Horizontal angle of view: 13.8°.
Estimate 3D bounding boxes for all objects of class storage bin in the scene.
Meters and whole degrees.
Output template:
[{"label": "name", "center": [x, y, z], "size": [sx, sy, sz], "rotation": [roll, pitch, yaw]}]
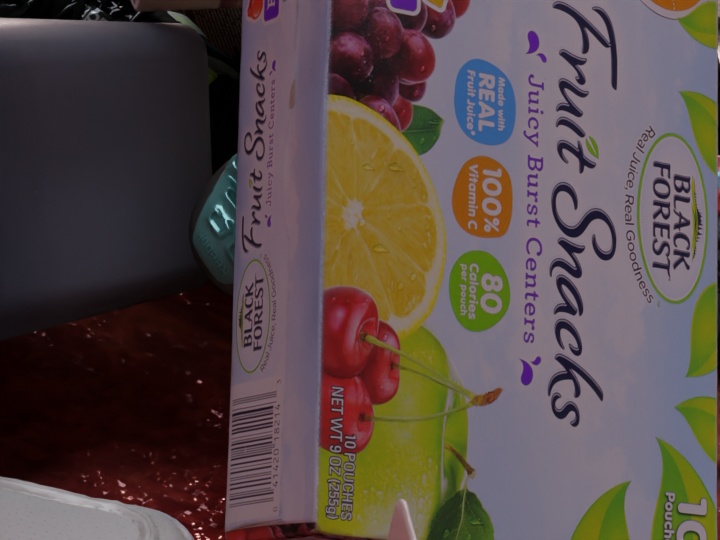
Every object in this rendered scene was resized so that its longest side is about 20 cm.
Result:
[{"label": "storage bin", "center": [-0.143, -0.022, 0.911], "size": [0.200, 0.146, 0.134], "rotation": [3, 8, 44]}]

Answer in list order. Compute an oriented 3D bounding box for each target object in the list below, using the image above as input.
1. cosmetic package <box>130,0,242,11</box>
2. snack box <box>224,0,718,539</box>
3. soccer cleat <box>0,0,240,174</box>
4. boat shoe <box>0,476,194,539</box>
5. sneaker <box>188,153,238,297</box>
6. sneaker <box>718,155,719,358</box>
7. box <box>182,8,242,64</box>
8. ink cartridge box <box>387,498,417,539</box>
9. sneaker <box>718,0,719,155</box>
[{"label": "cosmetic package", "center": [0.022, -0.146, 0.919], "size": [0.199, 0.104, 0.087], "rotation": [-5, 50, -19]}, {"label": "snack box", "center": [0.035, -0.016, 0.852], "size": [0.142, 0.201, 0.053], "rotation": [9, -13, -34]}, {"label": "soccer cleat", "center": [-0.086, -0.079, 1.003], "size": [0.200, 0.068, 0.081], "rotation": [41, -11, -27]}, {"label": "boat shoe", "center": [-0.137, 0.075, 0.812], "size": [0.199, 0.070, 0.071], "rotation": [-1, 31, -18]}, {"label": "sneaker", "center": [0.000, 0.000, 0.943], "size": [0.200, 0.091, 0.078], "rotation": [-4, 59, -59]}, {"label": "sneaker", "center": [0.162, 0.001, 1.016], "size": [0.200, 0.079, 0.096], "rotation": [-22, 73, -16]}, {"label": "box", "center": [-0.026, -0.129, 1.068], "size": [0.100, 0.075, 0.200], "rotation": [-32, 38, -15]}, {"label": "ink cartridge box", "center": [0.050, 0.153, 0.686], "size": [0.067, 0.117, 0.200], "rotation": [2, 31, -15]}, {"label": "sneaker", "center": [0.070, -0.063, 1.063], "size": [0.199, 0.074, 0.087], "rotation": [-3, 19, 19]}]
